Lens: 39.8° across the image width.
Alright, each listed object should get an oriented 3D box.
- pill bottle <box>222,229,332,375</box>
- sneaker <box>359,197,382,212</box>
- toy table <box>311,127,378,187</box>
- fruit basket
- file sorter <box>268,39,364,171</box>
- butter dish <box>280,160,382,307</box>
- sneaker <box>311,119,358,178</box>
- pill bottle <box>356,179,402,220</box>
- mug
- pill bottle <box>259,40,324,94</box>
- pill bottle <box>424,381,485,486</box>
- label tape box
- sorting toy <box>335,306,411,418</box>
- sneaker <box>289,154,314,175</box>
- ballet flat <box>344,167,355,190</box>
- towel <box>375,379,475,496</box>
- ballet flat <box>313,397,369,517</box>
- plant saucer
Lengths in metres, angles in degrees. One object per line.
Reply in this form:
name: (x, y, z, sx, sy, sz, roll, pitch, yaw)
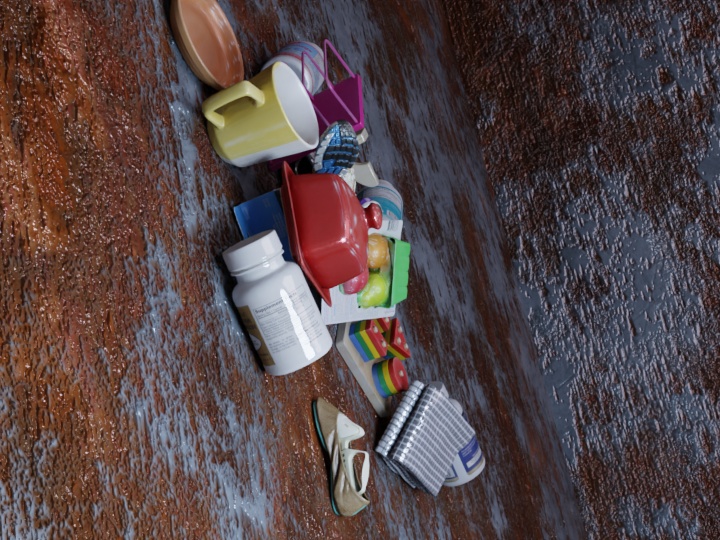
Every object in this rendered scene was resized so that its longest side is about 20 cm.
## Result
pill bottle: (-0.131, 0.047, 1.516, 0.202, 0.113, 0.114, 67, 19, -10)
sneaker: (-0.024, -0.088, 1.916, 0.080, 0.200, 0.084, -23, 75, -29)
toy table: (-0.051, -0.235, 2.019, 0.185, 0.116, 0.201, 59, 20, -29)
fruit basket: (0.000, 0.000, 1.831, 0.199, 0.093, 0.188, -4, 101, -40)
file sorter: (-0.111, -0.303, 1.796, 0.125, 0.198, 0.140, 47, 29, -42)
butter dish: (-0.036, -0.071, 1.615, 0.200, 0.146, 0.201, 60, 16, -63)
sneaker: (-0.055, -0.188, 1.725, 0.201, 0.074, 0.087, 107, -21, -43)
pill bottle: (0.036, -0.115, 2.147, 0.111, 0.110, 0.201, 58, 22, -30)
mug: (-0.177, -0.256, 1.631, 0.187, 0.152, 0.150, 53, 25, -39)
pill bottle: (-0.128, -0.392, 1.972, 0.110, 0.108, 0.200, 63, 19, -18)
pill bottle: (0.175, 0.338, 2.080, 0.202, 0.110, 0.111, 65, 19, -15)
label tape box: (-0.133, -0.064, 1.699, 0.145, 0.066, 0.200, 68, 17, -5)
sorting toy: (0.036, 0.145, 1.949, 0.200, 0.069, 0.201, 60, 21, -28)
sneaker: (-0.085, -0.129, 1.837, 0.202, 0.076, 0.082, 64, -20, 7)
ballet flat: (-0.032, -0.163, 1.920, 0.200, 0.075, 0.064, 97, 18, -73)
towel: (0.128, 0.325, 1.904, 0.167, 0.085, 0.200, -62, 140, -18)
ballet flat: (-0.023, 0.298, 1.628, 0.068, 0.072, 0.202, 35, 39, -60)
plant saucer: (-0.267, -0.395, 1.701, 0.201, 0.037, 0.201, 54, 26, -40)
